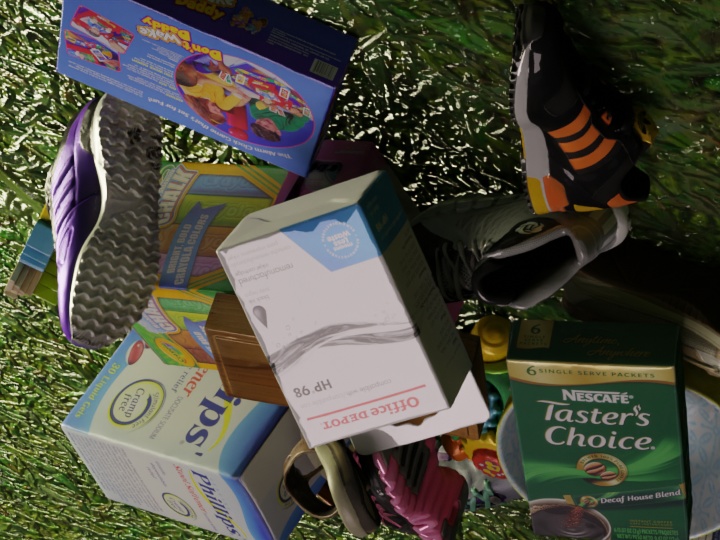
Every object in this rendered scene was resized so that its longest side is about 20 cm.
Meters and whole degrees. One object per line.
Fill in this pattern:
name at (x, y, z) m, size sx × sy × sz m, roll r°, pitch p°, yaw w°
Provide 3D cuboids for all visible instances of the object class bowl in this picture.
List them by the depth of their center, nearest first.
bowl at (0.208, 0.105, 1.618) m, size 0.199 × 0.108 × 0.200 m, roll 8°, pitch 137°, yaw 8°

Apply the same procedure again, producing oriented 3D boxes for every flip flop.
flip flop at (-0.028, 0.158, 1.602) m, size 0.081 × 0.057 × 0.200 m, roll 59°, pitch 179°, yaw -15°

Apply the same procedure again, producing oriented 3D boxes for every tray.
tray at (-0.009, 0.072, 1.570) m, size 0.199 × 0.037 × 0.099 m, roll 10°, pitch 148°, yaw 14°

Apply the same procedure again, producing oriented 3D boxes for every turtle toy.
turtle toy at (0.145, 0.127, 1.732) m, size 0.199 × 0.101 × 0.146 m, roll 21°, pitch 153°, yaw 5°

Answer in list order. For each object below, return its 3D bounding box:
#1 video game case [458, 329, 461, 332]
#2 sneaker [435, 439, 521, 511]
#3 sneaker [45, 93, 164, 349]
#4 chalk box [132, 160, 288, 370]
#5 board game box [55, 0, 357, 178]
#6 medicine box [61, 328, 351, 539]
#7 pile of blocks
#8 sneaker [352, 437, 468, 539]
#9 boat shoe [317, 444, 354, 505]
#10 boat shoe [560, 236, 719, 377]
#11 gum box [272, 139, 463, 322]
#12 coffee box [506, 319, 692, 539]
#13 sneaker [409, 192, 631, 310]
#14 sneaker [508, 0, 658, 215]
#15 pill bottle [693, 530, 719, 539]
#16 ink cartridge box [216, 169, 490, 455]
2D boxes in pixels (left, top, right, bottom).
video game case at (-0.013, 0.057, 1.823) m, size 0.143 × 0.018 × 0.200 m, roll 29°, pitch 153°, yaw -9°
sneaker at (0.092, 0.203, 1.927) m, size 0.200 × 0.088 × 0.074 m, roll 2°, pitch 146°, yaw 36°
sneaker at (-0.204, -0.036, 1.623) m, size 0.069 × 0.201 × 0.099 m, roll 16°, pitch 165°, yaw -37°
chalk box at (-0.118, -0.002, 1.679) m, size 0.199 × 0.124 × 0.124 m, roll 3°, pitch 148°, yaw 33°
board game box at (-0.111, -0.151, 1.493) m, size 0.199 × 0.045 × 0.135 m, roll 23°, pitch 153°, yaw 0°
medicine box at (-0.112, 0.114, 1.777) m, size 0.200 × 0.182 × 0.103 m, roll 11°, pitch 144°, yaw 36°
pile of blocks at (-0.254, -0.013, 1.812) m, size 0.062 × 0.082 × 0.200 m, roll 27°, pitch 152°, yaw -6°
sneaker at (0.019, 0.164, 1.724) m, size 0.095 × 0.079 × 0.200 m, roll 12°, pitch 154°, yaw 25°
boat shoe at (-0.050, 0.172, 2.004) m, size 0.200 × 0.068 × 0.072 m, roll 36°, pitch 150°, yaw -23°
boat shoe at (0.239, 0.039, 1.518) m, size 0.200 × 0.073 × 0.063 m, roll 21°, pitch 136°, yaw 13°
gum box at (0.000, 0.000, 1.603) m, size 0.066 × 0.114 × 0.200 m, roll 4°, pitch 147°, yaw 33°
coffee box at (0.174, 0.118, 1.530) m, size 0.123 × 0.044 × 0.200 m, roll 3°, pitch 135°, yaw 14°
sneaker at (0.082, -0.007, 1.485) m, size 0.200 × 0.115 × 0.075 m, roll -19°, pitch 105°, yaw 33°
sneaker at (0.145, -0.105, 1.366) m, size 0.090 × 0.070 × 0.200 m, roll 1°, pitch 149°, yaw 10°
pill bottle at (0.317, 0.239, 1.789) m, size 0.200 × 0.111 × 0.111 m, roll -2°, pitch 144°, yaw 41°
ink cartridge box at (-0.001, 0.045, 1.473) m, size 0.116 × 0.067 × 0.200 m, roll -18°, pitch 107°, yaw 23°
